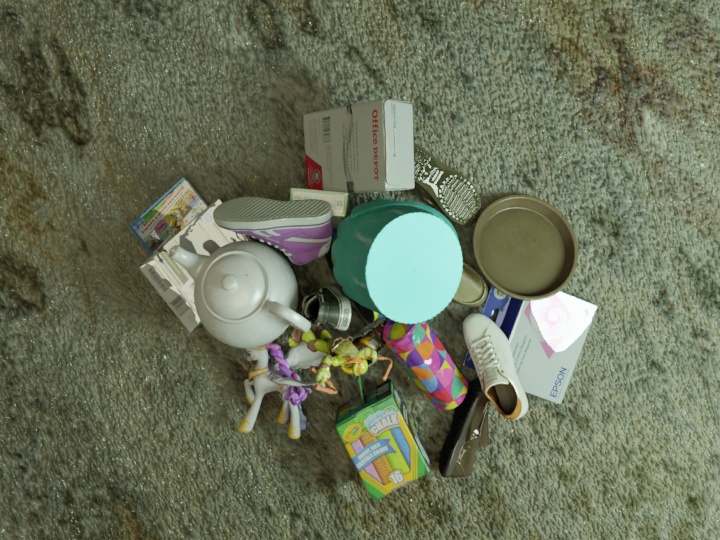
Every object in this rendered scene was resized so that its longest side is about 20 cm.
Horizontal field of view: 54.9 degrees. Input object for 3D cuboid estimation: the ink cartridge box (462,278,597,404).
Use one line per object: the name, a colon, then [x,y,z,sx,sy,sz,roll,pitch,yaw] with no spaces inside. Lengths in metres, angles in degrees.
ink cartridge box: [0.315,0.122,1.284,0.196,0.043,0.200,19,95,-9]

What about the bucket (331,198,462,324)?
bucket: [0.064,-0.016,1.145,0.203,0.134,0.213,-5,102,-22]

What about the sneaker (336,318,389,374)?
sneaker: [0.037,0.126,1.283,0.200,0.082,0.078,-43,91,3]

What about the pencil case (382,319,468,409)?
pencil case: [0.120,0.163,1.253,0.088,0.089,0.201,-35,118,4]

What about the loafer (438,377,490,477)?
loafer: [0.210,0.298,1.305,0.070,0.073,0.204,19,99,-11]

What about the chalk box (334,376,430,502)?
chalk box: [0.029,0.290,1.277,0.122,0.125,0.203,-28,92,3]

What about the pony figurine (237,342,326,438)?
pony figurine: [-0.143,0.203,1.275,0.188,0.167,0.205,5,110,9]

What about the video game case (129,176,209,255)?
video game case: [-0.321,-0.052,1.312,0.142,0.018,0.201,-39,93,5]

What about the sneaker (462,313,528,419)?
sneaker: [0.237,0.166,1.230,0.072,0.084,0.203,-32,73,19]

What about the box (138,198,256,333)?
box: [-0.285,-0.010,1.285,0.199,0.041,0.157,-40,93,5]

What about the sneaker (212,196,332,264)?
sneaker: [-0.144,-0.056,1.153,0.195,0.074,0.116,4,132,2]

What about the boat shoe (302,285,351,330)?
boat shoe: [-0.069,0.062,1.221,0.062,0.200,0.073,8,90,-15]

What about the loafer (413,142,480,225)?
loafer: [0.140,-0.161,1.262,0.199,0.067,0.076,41,91,-19]

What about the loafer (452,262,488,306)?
loafer: [0.150,0.002,1.277,0.198,0.067,0.077,32,95,-1]

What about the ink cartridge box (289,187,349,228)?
ink cartridge box: [-0.118,-0.111,1.236,0.195,0.146,0.049,6,85,2]

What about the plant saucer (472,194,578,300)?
plant saucer: [0.296,-0.040,1.255,0.195,0.030,0.205,2,71,-5]

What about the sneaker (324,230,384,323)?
sneaker: [0.000,0.000,1.279,0.077,0.066,0.202,-27,70,-25]

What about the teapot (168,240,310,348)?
teapot: [-0.198,0.036,1.175,0.196,0.146,0.202,-17,78,1]

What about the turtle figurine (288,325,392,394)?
turtle figurine: [-0.046,0.140,1.176,0.159,0.198,0.066,24,114,35]

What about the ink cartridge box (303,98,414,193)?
ink cartridge box: [-0.003,-0.208,1.204,0.197,0.082,0.149,2,96,43]
